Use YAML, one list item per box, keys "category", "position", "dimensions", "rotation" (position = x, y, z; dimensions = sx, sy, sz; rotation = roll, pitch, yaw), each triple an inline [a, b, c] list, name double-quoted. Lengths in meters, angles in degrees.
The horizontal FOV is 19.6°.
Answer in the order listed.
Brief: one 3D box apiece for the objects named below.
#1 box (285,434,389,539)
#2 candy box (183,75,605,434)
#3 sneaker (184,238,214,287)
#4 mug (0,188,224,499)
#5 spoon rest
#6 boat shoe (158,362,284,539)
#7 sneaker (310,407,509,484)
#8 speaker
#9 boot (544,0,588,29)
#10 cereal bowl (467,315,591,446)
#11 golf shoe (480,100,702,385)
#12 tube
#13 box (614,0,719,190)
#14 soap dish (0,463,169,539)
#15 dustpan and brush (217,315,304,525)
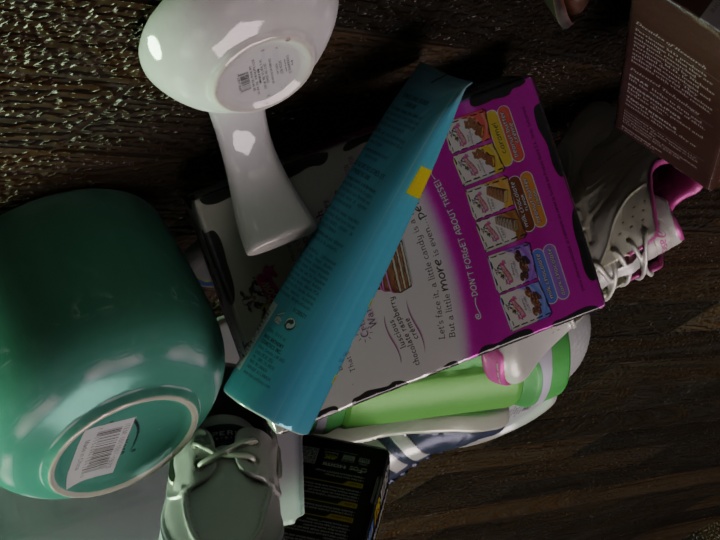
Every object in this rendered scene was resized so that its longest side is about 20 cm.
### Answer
- category: "box"
  position: [-0.090, 0.168, 1.386]
  dimensions: [0.198, 0.160, 0.050]
  rotation: [9, 128, 6]
- category: "candy box"
  position: [0.018, -0.011, 1.145]
  dimensions: [0.198, 0.138, 0.061]
  rotation: [-20, -172, -9]
- category: "sneaker"
  position: [0.000, 0.000, 1.209]
  dimensions: [0.198, 0.106, 0.076]
  rotation: [-17, 171, -21]
- category: "mug"
  position: [-0.142, 0.055, 1.119]
  dimensions: [0.152, 0.115, 0.185]
  rotation: [-36, 151, 8]
- category: "spoon rest"
  position: [-0.055, -0.087, 1.000]
  dimensions: [0.099, 0.061, 0.201]
  rotation: [-21, 149, -12]
- category: "boat shoe"
  position: [-0.074, 0.113, 1.156]
  dimensions: [0.071, 0.066, 0.200]
  rotation: [1, -158, 1]
- category: "sneaker"
  position: [0.012, 0.133, 1.510]
  dimensions: [0.198, 0.085, 0.075]
  rotation: [-7, -157, -11]
- category: "speaker"
  position: [0.042, 0.063, 1.447]
  dimensions: [0.198, 0.089, 0.089]
  rotation: [-6, 159, -15]
- category: "boot"
  position: [0.158, -0.197, 0.931]
  dimensions: [0.199, 0.065, 0.186]
  rotation: [-29, 165, 2]
- category: "cereal bowl"
  position: [0.094, 0.081, 1.620]
  dimensions: [0.198, 0.084, 0.200]
  rotation: [-21, 162, -7]
- category: "golf shoe"
  position: [0.137, -0.014, 1.234]
  dimensions: [0.201, 0.091, 0.076]
  rotation: [-61, 152, -25]
- category: "tube"
  position: [-0.004, -0.015, 1.076]
  dimensions: [0.050, 0.077, 0.201]
  rotation: [26, 93, -27]
- category: "box"
  position: [0.190, -0.128, 1.082]
  dimensions: [0.100, 0.075, 0.200]
  rotation: [-52, 168, -12]
- category: "soap dish"
  position: [-0.182, 0.114, 1.259]
  dimensions: [0.198, 0.159, 0.081]
  rotation: [-15, 178, -26]
- category: "dustpan and brush"
  position: [-0.129, 0.098, 1.362]
  dimensions: [0.198, 0.141, 0.057]
  rotation: [-3, 176, 11]
